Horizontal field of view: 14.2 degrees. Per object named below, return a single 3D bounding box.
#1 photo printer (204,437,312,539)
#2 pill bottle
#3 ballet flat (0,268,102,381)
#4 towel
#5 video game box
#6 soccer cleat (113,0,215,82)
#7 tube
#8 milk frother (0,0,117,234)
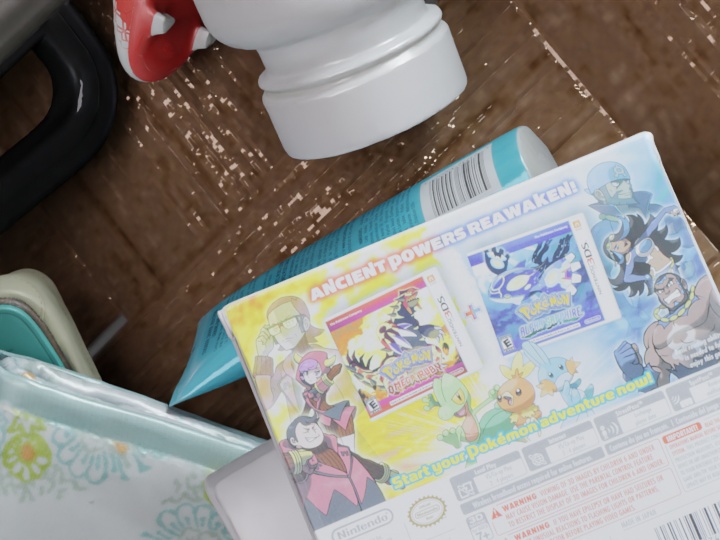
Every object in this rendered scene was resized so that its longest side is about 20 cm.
[{"bbox_3d":[0.056,0.114,1.262,0.199,0.069,0.167,-29,80,-2],"label":"photo printer"},{"bbox_3d":[-0.028,-0.157,1.271,0.114,0.114,0.201,-15,107,23],"label":"pill bottle"},{"bbox_3d":[-0.131,0.089,1.370,0.069,0.069,0.201,-15,107,23],"label":"ballet flat"},{"bbox_3d":[-0.109,0.144,1.329,0.199,0.048,0.172,20,101,-10],"label":"towel"},{"bbox_3d":[0.065,0.063,1.212,0.199,0.047,0.183,-22,80,-1],"label":"video game box"},{"bbox_3d":[-0.095,-0.189,1.353,0.085,0.069,0.201,11,92,31],"label":"soccer cleat"},{"bbox_3d":[0.000,0.000,1.315,0.199,0.077,0.050,-27,106,20],"label":"tube"},{"bbox_3d":[-0.236,-0.107,1.386,0.188,0.181,0.200,-44,38,-16],"label":"milk frother"}]
